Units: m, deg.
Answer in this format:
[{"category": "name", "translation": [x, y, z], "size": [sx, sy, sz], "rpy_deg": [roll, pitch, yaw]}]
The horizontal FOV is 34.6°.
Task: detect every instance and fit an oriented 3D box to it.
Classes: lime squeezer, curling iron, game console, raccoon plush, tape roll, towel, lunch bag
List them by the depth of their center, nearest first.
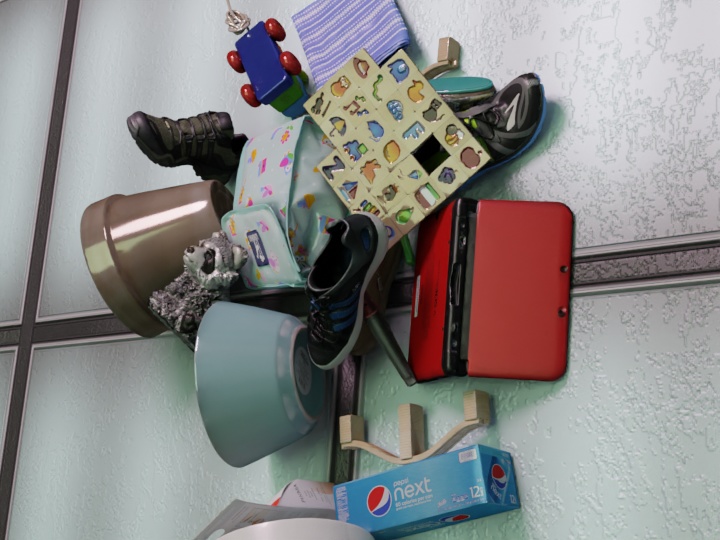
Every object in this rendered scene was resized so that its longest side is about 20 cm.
[{"category": "tape roll", "translation": [-0.078, 0.328, 1.266], "size": [0.203, 0.203, 0.037], "rpy_deg": [-31, 49, 28]}, {"category": "game console", "translation": [0.142, 0.028, 1.303], "size": [0.172, 0.119, 0.200], "rpy_deg": [152, 126, -66]}, {"category": "curling iron", "translation": [0.016, 0.041, 1.326], "size": [0.050, 0.026, 0.200], "rpy_deg": [-33, 73, 36]}, {"category": "lime squeezer", "translation": [0.044, -0.111, 1.391], "size": [0.038, 0.071, 0.200], "rpy_deg": [-21, 63, 34]}, {"category": "lunch bag", "translation": [-0.087, -0.073, 1.432], "size": [0.170, 0.122, 0.200], "rpy_deg": [-8, 67, 59]}, {"category": "raccoon plush", "translation": [-0.185, 0.037, 1.478], "size": [0.097, 0.200, 0.134], "rpy_deg": [37, 76, 25]}, {"category": "towel", "translation": [-0.017, -0.314, 1.509], "size": [0.145, 0.024, 0.200], "rpy_deg": [-35, 47, 19]}]

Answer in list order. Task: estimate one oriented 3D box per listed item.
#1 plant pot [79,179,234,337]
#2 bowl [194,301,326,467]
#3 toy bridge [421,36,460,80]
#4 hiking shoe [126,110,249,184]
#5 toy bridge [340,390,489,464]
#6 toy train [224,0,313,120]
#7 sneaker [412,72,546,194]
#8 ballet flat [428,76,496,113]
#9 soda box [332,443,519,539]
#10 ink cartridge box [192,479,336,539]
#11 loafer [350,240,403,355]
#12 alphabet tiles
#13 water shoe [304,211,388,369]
[{"category": "plant pot", "translation": [-0.245, -0.034, 1.545], "size": [0.173, 0.200, 0.200], "rpy_deg": [-24, 61, 12]}, {"category": "bowl", "translation": [-0.108, 0.130, 1.381], "size": [0.105, 0.201, 0.201], "rpy_deg": [-8, 70, 17]}, {"category": "toy bridge", "translation": [0.039, -0.246, 1.465], "size": [0.200, 0.027, 0.067], "rpy_deg": [-3, 75, 38]}, {"category": "hiking shoe", "translation": [-0.223, -0.185, 1.547], "size": [0.101, 0.200, 0.076], "rpy_deg": [-42, 59, 20]}, {"category": "toy bridge", "translation": [0.057, 0.185, 1.307], "size": [0.200, 0.027, 0.067], "rpy_deg": [-17, 66, 36]}, {"category": "toy train", "translation": [-0.116, -0.282, 1.553], "size": [0.085, 0.116, 0.200], "rpy_deg": [-36, 51, 16]}, {"category": "sneaker", "translation": [0.129, -0.153, 1.326], "size": [0.200, 0.083, 0.071], "rpy_deg": [-36, 57, 25]}, {"category": "ballet flat", "translation": [0.069, -0.202, 1.402], "size": [0.200, 0.072, 0.072], "rpy_deg": [6, 80, 21]}, {"category": "soda box", "translation": [0.068, 0.247, 1.261], "size": [0.200, 0.068, 0.064], "rpy_deg": [-22, 63, 33]}, {"category": "ink cartridge box", "translation": [-0.132, 0.301, 1.320], "size": [0.162, 0.200, 0.050], "rpy_deg": [-45, 52, 19]}, {"category": "loafer", "translation": [0.000, 0.000, 1.394], "size": [0.076, 0.067, 0.200], "rpy_deg": [-3, 74, 38]}, {"category": "alphabet tiles", "translation": [0.027, -0.148, 1.325], "size": [0.167, 0.008, 0.200], "rpy_deg": [-41, 76, 18]}, {"category": "water shoe", "translation": [-0.036, 0.023, 1.300], "size": [0.071, 0.079, 0.200], "rpy_deg": [36, 119, 36]}]
